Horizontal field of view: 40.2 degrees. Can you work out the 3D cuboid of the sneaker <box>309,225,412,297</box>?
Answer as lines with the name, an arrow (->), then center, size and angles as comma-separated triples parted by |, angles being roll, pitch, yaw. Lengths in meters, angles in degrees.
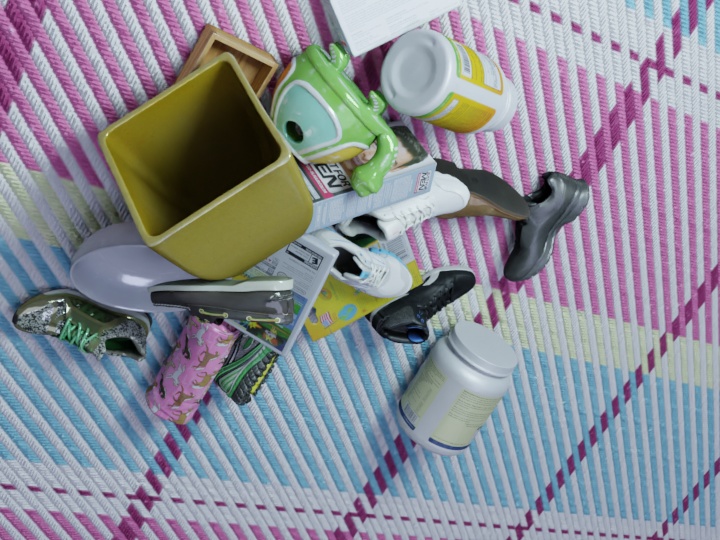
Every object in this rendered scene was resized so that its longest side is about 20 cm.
sneaker -> 0.000, 0.000, 1.414 | 0.200, 0.087, 0.075 | 23, 103, -31

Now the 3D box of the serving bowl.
serving bowl -> -0.286, -0.013, 1.326 | 0.200, 0.066, 0.200 | -1, 152, 0

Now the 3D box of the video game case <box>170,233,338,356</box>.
video game case -> -0.152, -0.001, 1.374 | 0.200, 0.022, 0.183 | 30, 116, 5

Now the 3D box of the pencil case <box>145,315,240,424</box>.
pencil case -> -0.253, 0.138, 1.474 | 0.083, 0.087, 0.200 | 25, 115, -12

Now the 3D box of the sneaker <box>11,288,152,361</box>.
sneaker -> -0.380, 0.085, 1.371 | 0.200, 0.089, 0.077 | 10, 121, -31

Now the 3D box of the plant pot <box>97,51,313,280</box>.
plant pot -> -0.169, -0.103, 1.218 | 0.194, 0.196, 0.200 | -32, 149, 1

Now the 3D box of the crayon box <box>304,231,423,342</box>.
crayon box -> -0.013, 0.010, 1.505 | 0.200, 0.051, 0.127 | -28, 132, -8

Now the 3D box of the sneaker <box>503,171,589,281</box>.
sneaker -> 0.278, -0.075, 1.578 | 0.091, 0.076, 0.200 | 22, 108, -25

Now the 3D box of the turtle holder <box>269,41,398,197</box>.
turtle holder -> -0.033, -0.196, 1.273 | 0.132, 0.141, 0.186 | -40, 119, 10

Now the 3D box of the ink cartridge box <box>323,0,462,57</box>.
ink cartridge box -> 0.020, -0.392, 1.230 | 0.162, 0.050, 0.200 | -26, 115, -3

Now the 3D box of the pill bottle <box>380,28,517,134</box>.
pill bottle -> 0.127, -0.244, 1.316 | 0.200, 0.111, 0.111 | 7, 124, -52

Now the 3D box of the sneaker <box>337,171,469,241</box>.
sneaker -> 0.058, -0.080, 1.407 | 0.200, 0.100, 0.078 | -8, 136, 8

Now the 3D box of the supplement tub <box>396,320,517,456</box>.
supplement tub -> 0.165, 0.201, 1.682 | 0.145, 0.145, 0.200 | 13, 119, -33

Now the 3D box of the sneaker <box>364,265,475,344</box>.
sneaker -> 0.109, 0.064, 1.569 | 0.200, 0.112, 0.073 | -16, 132, -13

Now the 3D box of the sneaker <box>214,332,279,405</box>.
sneaker -> -0.157, 0.103, 1.499 | 0.200, 0.085, 0.078 | -55, 166, 0

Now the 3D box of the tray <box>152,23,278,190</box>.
tray -> -0.200, -0.207, 1.264 | 0.099, 0.037, 0.200 | 20, 114, -35

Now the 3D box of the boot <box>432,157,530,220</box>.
boot -> 0.167, -0.109, 1.500 | 0.200, 0.074, 0.076 | 16, 131, -25

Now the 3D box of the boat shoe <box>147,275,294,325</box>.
boat shoe -> -0.181, 0.041, 1.260 | 0.201, 0.072, 0.061 | -1, 97, 19

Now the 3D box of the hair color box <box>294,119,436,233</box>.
hair color box -> -0.008, -0.131, 1.342 | 0.200, 0.099, 0.061 | -20, 146, -23

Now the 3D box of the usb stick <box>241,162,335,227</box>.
usb stick -> -0.111, -0.102, 1.390 | 0.055, 0.033, 0.200 | -39, 133, 16
